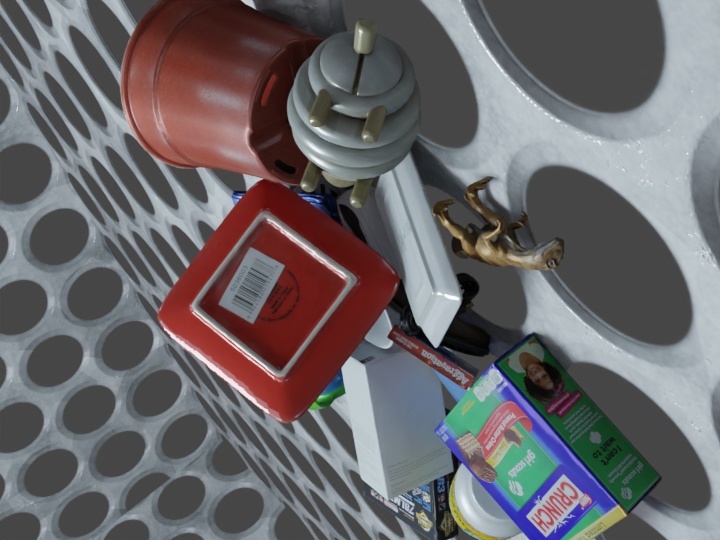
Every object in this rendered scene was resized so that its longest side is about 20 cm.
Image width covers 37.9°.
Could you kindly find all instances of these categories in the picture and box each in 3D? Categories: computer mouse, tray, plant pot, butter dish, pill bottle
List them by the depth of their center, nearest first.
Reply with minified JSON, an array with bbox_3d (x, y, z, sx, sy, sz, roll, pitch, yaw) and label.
[{"bbox_3d":[0.051,-0.031,1.057,0.108,0.022,0.201,111,146,-58],"label":"tray"},{"bbox_3d":[-0.114,-0.184,1.097,0.195,0.201,0.201,23,147,42],"label":"plant pot"},{"bbox_3d":[-0.078,0.038,1.135,0.199,0.200,0.148,36,177,14],"label":"butter dish"},{"bbox_3d":[0.042,-0.026,1.143,0.200,0.109,0.044,54,149,24],"label":"computer mouse"},{"bbox_3d":[0.170,0.275,1.298,0.113,0.113,0.200,49,170,14],"label":"pill bottle"}]

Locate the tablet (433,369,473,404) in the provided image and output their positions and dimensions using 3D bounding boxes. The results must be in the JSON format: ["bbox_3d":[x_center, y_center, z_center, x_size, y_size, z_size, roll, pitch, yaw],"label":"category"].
[{"bbox_3d":[0.169,0.183,1.294,0.200,0.014,0.130,35,167,42],"label":"tablet"}]

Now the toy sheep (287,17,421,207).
[{"bbox_3d":[-0.005,-0.148,0.960,0.138,0.138,0.200,47,150,18],"label":"toy sheep"}]

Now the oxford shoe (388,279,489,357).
[{"bbox_3d":[0.072,0.028,1.189,0.199,0.085,0.073,34,180,-6],"label":"oxford shoe"}]

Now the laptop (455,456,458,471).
[{"bbox_3d":[0.133,0.285,1.620,0.177,0.103,0.201,27,123,53],"label":"laptop"}]

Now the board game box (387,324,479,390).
[{"bbox_3d":[0.087,0.098,1.204,0.103,0.020,0.200,32,-179,9],"label":"board game box"}]

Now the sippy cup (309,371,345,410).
[{"bbox_3d":[-0.074,0.107,1.559,0.178,0.139,0.130,48,177,46],"label":"sippy cup"}]

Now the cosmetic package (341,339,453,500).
[{"bbox_3d":[0.049,0.187,1.396,0.081,0.112,0.201,22,125,59],"label":"cosmetic package"}]

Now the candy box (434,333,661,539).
[{"bbox_3d":[0.194,0.195,1.122,0.200,0.077,0.169,47,144,13],"label":"candy box"}]

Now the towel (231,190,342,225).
[{"bbox_3d":[-0.075,-0.003,1.253,0.144,0.024,0.201,5,122,29],"label":"towel"}]

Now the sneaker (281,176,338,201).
[{"bbox_3d":[-0.065,-0.120,1.306,0.200,0.074,0.088,165,99,-76],"label":"sneaker"}]

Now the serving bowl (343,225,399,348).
[{"bbox_3d":[0.000,0.000,1.327,0.200,0.066,0.200,46,160,22],"label":"serving bowl"}]

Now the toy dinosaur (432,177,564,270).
[{"bbox_3d":[0.111,-0.029,1.002,0.107,0.060,0.200,58,162,-20],"label":"toy dinosaur"}]

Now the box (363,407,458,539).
[{"bbox_3d":[0.069,0.278,1.574,0.200,0.049,0.200,20,119,56],"label":"box"}]
